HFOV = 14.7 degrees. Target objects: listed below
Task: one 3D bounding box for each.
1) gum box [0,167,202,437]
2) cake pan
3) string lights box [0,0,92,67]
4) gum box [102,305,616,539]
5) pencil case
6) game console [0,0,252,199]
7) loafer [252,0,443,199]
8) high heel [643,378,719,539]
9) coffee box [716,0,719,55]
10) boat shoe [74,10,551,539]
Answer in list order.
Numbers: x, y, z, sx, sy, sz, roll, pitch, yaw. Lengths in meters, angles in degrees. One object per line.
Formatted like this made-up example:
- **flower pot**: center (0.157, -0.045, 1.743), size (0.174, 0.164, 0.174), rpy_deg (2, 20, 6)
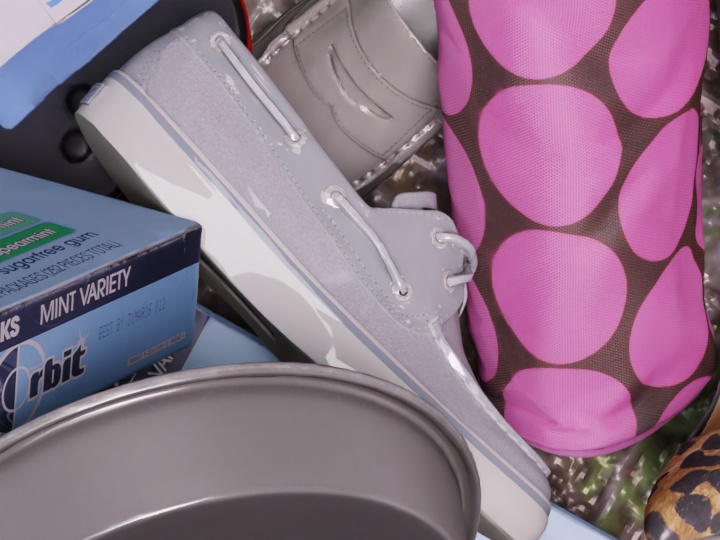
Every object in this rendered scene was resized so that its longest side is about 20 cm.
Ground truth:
- **gum box**: center (-0.176, 0.002, 0.830), size (0.199, 0.170, 0.045), rpy_deg (16, 112, 26)
- **cake pan**: center (-0.053, 0.106, 0.821), size (0.199, 0.201, 0.037), rpy_deg (-21, 52, -2)
- **string lights box**: center (-0.137, -0.170, 0.855), size (0.103, 0.059, 0.200), rpy_deg (-35, 117, 4)
- **gum box**: center (-0.030, 0.122, 0.940), size (0.199, 0.045, 0.171), rpy_deg (30, 88, -4)
- **pencil case**: center (0.076, -0.044, 0.907), size (0.093, 0.090, 0.201), rpy_deg (-32, 131, -38)
- **game console**: center (-0.151, -0.092, 0.945), size (0.177, 0.031, 0.200), rpy_deg (-39, 80, 1)
- **loafer**: center (0.008, -0.075, 0.947), size (0.200, 0.070, 0.070), rpy_deg (-44, 90, -2)
- **high heel**: center (0.128, 0.007, 0.904), size (0.071, 0.200, 0.143), rpy_deg (-15, 95, 40)
- **coffee box**: center (0.219, -0.135, 0.857), size (0.198, 0.198, 0.201), rpy_deg (2, 59, -2)
- **boat shoe**: center (0.000, 0.000, 0.885), size (0.071, 0.070, 0.201), rpy_deg (-44, 89, -10)
